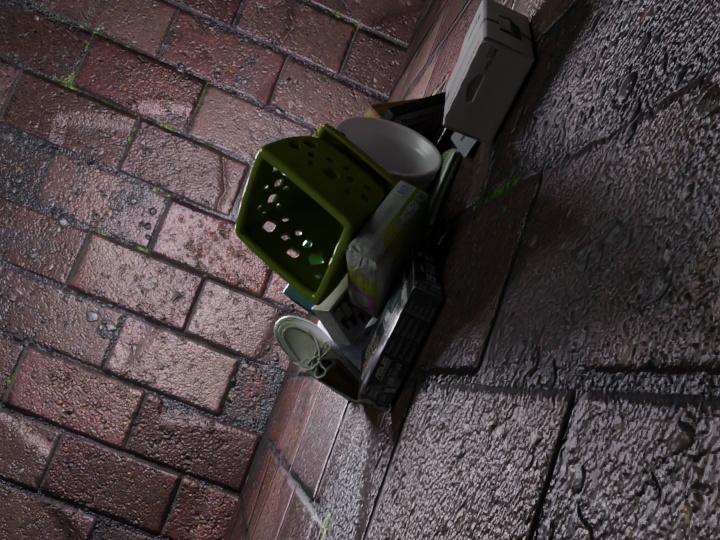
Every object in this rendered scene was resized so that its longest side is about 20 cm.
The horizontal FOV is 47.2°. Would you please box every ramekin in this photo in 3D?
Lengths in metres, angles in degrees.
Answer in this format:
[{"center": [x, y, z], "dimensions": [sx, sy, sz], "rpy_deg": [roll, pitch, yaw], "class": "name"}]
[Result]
[{"center": [0.037, -0.182, 1.470], "dimensions": [0.201, 0.197, 0.099], "rpy_deg": [-78, 5, -56], "class": "ramekin"}]

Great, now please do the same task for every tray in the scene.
[{"center": [0.073, -0.290, 1.645], "dimensions": [0.199, 0.037, 0.099], "rpy_deg": [-20, -27, -45], "class": "tray"}]

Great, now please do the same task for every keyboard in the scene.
[{"center": [0.180, -0.232, 1.399], "dimensions": [0.057, 0.011, 0.200], "rpy_deg": [-60, 8, 15], "class": "keyboard"}]

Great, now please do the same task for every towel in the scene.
[{"center": [0.132, -0.143, 1.496], "dimensions": [0.200, 0.023, 0.154], "rpy_deg": [178, 115, -85], "class": "towel"}]

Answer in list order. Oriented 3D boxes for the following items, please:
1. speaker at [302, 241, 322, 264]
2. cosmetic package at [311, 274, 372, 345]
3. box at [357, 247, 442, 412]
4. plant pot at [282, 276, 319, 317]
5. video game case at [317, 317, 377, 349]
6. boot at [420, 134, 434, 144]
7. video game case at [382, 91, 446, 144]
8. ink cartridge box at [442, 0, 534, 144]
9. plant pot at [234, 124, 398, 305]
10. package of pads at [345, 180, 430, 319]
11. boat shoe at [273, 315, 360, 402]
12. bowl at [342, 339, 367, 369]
[{"center": [-0.027, -0.087, 1.556], "dimensions": [0.201, 0.088, 0.089], "rpy_deg": [-52, -4, -36], "class": "speaker"}, {"center": [0.006, 0.028, 1.422], "dimensions": [0.050, 0.083, 0.201], "rpy_deg": [3, 45, 45], "class": "cosmetic package"}, {"center": [0.058, 0.086, 1.234], "dimensions": [0.158, 0.049, 0.202], "rpy_deg": [-82, 16, -68], "class": "box"}, {"center": [-0.051, 0.015, 1.869], "dimensions": [0.202, 0.140, 0.141], "rpy_deg": [-58, -16, -7], "class": "plant pot"}, {"center": [0.000, 0.061, 1.511], "dimensions": [0.180, 0.024, 0.201], "rpy_deg": [-26, 29, 27], "class": "video game case"}, {"center": [0.089, -0.146, 1.611], "dimensions": [0.175, 0.065, 0.202], "rpy_deg": [64, -136, -68], "class": "boot"}, {"center": [0.098, -0.269, 1.645], "dimensions": [0.198, 0.026, 0.182], "rpy_deg": [-24, -25, -37], "class": "video game case"}, {"center": [0.191, -0.303, 1.245], "dimensions": [0.201, 0.082, 0.148], "rpy_deg": [-77, 11, -55], "class": "ink cartridge box"}, {"center": [-0.061, -0.104, 1.334], "dimensions": [0.181, 0.198, 0.201], "rpy_deg": [-38, -17, -41], "class": "plant pot"}, {"center": [0.042, -0.026, 1.300], "dimensions": [0.155, 0.068, 0.201], "rpy_deg": [-52, -18, -22], "class": "package of pads"}, {"center": [-0.065, 0.157, 1.397], "dimensions": [0.075, 0.202, 0.086], "rpy_deg": [-46, 10, 0], "class": "boat shoe"}, {"center": [-0.027, 0.140, 1.593], "dimensions": [0.201, 0.089, 0.204], "rpy_deg": [-158, 90, -83], "class": "bowl"}]
